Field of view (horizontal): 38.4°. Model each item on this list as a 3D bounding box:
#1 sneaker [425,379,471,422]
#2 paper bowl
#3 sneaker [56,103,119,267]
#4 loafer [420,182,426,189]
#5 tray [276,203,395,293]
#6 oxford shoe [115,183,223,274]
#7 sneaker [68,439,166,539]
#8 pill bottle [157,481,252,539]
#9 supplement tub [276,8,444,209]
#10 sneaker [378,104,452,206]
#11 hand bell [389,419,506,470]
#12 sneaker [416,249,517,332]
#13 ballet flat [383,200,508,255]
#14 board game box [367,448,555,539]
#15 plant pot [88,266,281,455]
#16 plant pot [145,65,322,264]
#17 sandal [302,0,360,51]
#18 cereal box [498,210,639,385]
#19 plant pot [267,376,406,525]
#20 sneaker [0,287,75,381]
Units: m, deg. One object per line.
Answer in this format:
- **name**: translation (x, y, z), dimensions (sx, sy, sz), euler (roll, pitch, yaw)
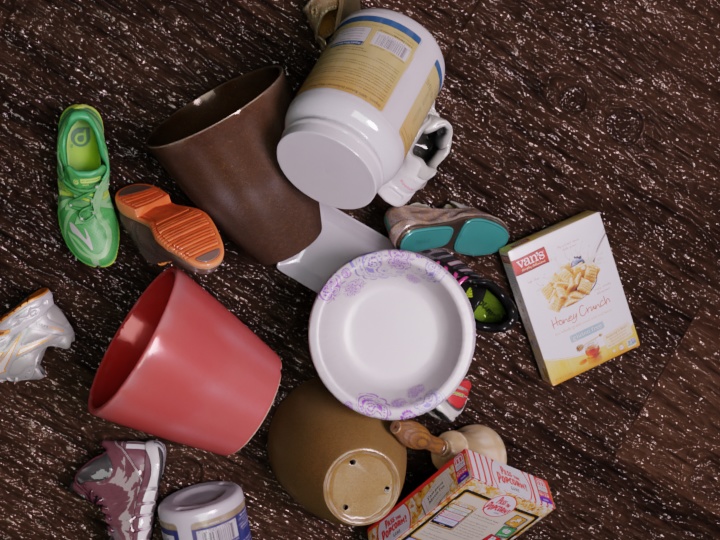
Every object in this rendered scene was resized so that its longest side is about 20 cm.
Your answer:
- **sneaker**: translation (0.065, 0.116, 1.376), dimensions (0.200, 0.077, 0.085), euler (42, 67, -13)
- **paper bowl**: translation (0.041, 0.077, 1.262), dimensions (0.199, 0.104, 0.203), euler (0, 87, 7)
- **sneaker**: translation (-0.339, -0.101, 1.259), dimensions (0.073, 0.084, 0.202), euler (-8, 98, -10)
- **loafer**: translation (-0.001, -0.166, 1.331), dimensions (0.200, 0.063, 0.072), euler (38, 48, -22)
- **tray**: translation (0.000, 0.000, 1.335), dimensions (0.199, 0.022, 0.108), euler (31, 92, 9)
- **oxford shoe**: translation (-0.225, -0.037, 1.243), dimensions (0.071, 0.200, 0.073), euler (-23, 129, -30)
- **sneaker**: translation (-0.320, 0.310, 1.320), dimensions (0.114, 0.076, 0.202), euler (10, 84, -6)
- **pill bottle**: translation (-0.188, 0.384, 1.326), dimensions (0.110, 0.111, 0.202), euler (-11, 98, -9)
- **supplement tub**: translation (0.000, -0.185, 1.185), dimensions (0.144, 0.145, 0.201), euler (35, 59, -12)
- **sneaker**: translation (0.080, -0.174, 1.289), dimensions (0.078, 0.099, 0.201), euler (33, 51, -32)
- **hand bell**: translation (0.095, 0.223, 1.315), dimensions (0.200, 0.104, 0.105), euler (32, 89, -48)
- **sneaker**: translation (0.128, 0.023, 1.357), dimensions (0.199, 0.087, 0.074), euler (31, 90, -12)
- **ballet flat**: translation (0.111, -0.062, 1.347), dimensions (0.199, 0.067, 0.068), euler (2, 130, -41)
- **board game box**: translation (0.129, 0.324, 1.342), dimensions (0.151, 0.047, 0.200), euler (26, 123, -31)
- **plant pot**: translation (-0.205, 0.124, 1.264), dimensions (0.177, 0.200, 0.201), euler (32, 90, -20)
- **plant pot**: translation (-0.131, -0.115, 1.261), dimensions (0.186, 0.187, 0.201), euler (-31, 113, -6)
- **sandal**: translation (-0.038, -0.336, 1.311), dimensions (0.069, 0.078, 0.214), euler (7, 88, 20)
- **cereal box**: translation (0.285, 0.037, 1.405), dimensions (0.143, 0.040, 0.201), euler (-24, 103, -10)
- **plant pot**: translation (-0.015, 0.240, 1.298), dimensions (0.185, 0.200, 0.188), euler (-1, 95, -11)
- **sneaker**: translation (-0.441, 0.115, 1.271), dimensions (0.200, 0.076, 0.092), euler (-38, 106, -4)
